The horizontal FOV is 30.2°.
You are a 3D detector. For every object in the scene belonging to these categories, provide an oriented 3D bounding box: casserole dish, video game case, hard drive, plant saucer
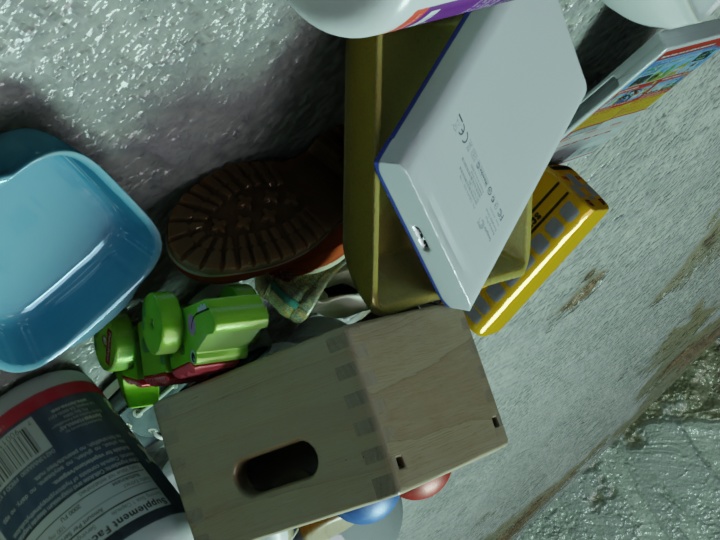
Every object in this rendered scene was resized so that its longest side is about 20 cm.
[{"bbox_3d":[-0.179,-0.012,0.719,0.121,0.039,0.200,-42,159,-4],"label":"casserole dish"},{"bbox_3d":[0.225,-0.148,1.161,0.142,0.018,0.200,-20,165,-46],"label":"video game case"},{"bbox_3d":[0.083,-0.094,0.860,0.201,0.025,0.133,-59,139,-29],"label":"hard drive"},{"bbox_3d":[0.048,-0.086,0.874,0.199,0.048,0.203,-13,107,-54],"label":"plant saucer"}]

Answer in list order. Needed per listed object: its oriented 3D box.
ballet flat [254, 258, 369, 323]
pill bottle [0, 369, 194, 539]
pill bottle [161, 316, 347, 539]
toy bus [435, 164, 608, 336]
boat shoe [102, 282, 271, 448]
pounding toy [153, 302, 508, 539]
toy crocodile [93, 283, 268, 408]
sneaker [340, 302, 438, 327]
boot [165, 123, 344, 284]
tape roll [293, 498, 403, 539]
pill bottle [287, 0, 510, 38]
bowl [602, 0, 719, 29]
[{"bbox_3d":[0.000,0.000,1.034,0.199,0.071,0.071,-17,148,-50],"label":"ballet flat"},{"bbox_3d":[-0.170,0.176,0.868,0.119,0.200,0.120,-36,159,-16],"label":"pill bottle"},{"bbox_3d":[-0.063,0.128,1.052,0.200,0.110,0.112,-52,171,-44],"label":"pill bottle"},{"bbox_3d":[0.131,-0.010,1.225,0.200,0.078,0.065,-50,163,22],"label":"toy bus"},{"bbox_3d":[-0.140,0.096,0.967,0.200,0.062,0.073,-48,161,15],"label":"boat shoe"},{"bbox_3d":[-0.020,0.124,0.873,0.198,0.144,0.183,-23,173,30],"label":"pounding toy"},{"bbox_3d":[-0.115,0.048,0.842,0.067,0.063,0.199,-5,172,-33],"label":"toy crocodile"},{"bbox_3d":[0.032,0.061,1.045,0.082,0.072,0.199,-20,176,26],"label":"sneaker"},{"bbox_3d":[-0.056,-0.022,0.885,0.199,0.075,0.108,-25,158,-43],"label":"boot"},{"bbox_3d":[-0.067,0.201,1.115,0.199,0.199,0.067,-34,120,-23],"label":"tape roll"},{"bbox_3d":[0.049,-0.190,0.687,0.199,0.113,0.113,-23,152,-43],"label":"pill bottle"},{"bbox_3d":[0.260,-0.267,0.987,0.200,0.075,0.199,-45,159,9],"label":"bowl"}]
